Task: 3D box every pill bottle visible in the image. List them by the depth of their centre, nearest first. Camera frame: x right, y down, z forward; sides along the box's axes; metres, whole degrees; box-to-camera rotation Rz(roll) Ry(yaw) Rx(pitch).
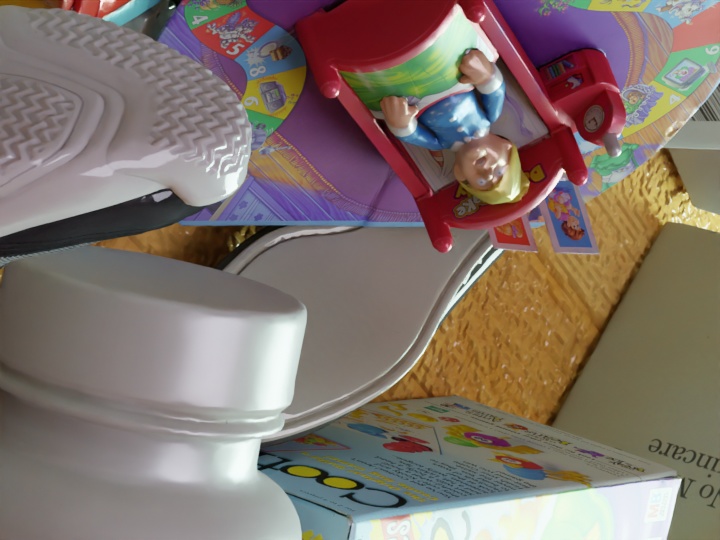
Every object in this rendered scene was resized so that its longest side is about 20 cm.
[{"bbox_3d":[-0.079,0.098,0.819,0.114,0.114,0.200,1,103,-55],"label":"pill bottle"}]

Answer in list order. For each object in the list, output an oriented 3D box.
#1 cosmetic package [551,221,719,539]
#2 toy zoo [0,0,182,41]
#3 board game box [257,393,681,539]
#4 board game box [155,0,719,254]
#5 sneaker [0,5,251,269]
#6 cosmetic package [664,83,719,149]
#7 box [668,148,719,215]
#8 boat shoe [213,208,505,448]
[{"bbox_3d":[0.130,0.088,1.117,0.200,0.103,0.073,-59,142,-22],"label":"cosmetic package"},{"bbox_3d":[-0.082,-0.073,0.778,0.200,0.020,0.131,-37,158,-41],"label":"toy zoo"},{"bbox_3d":[0.007,0.109,0.953,0.200,0.105,0.103,-1,105,-54],"label":"board game box"},{"bbox_3d":[0.034,-0.050,0.843,0.200,0.039,0.158,0,141,-27],"label":"board game box"},{"bbox_3d":[-0.126,0.002,0.690,0.200,0.076,0.114,-5,127,-8],"label":"sneaker"},{"bbox_3d":[0.140,-0.146,1.000,0.085,0.107,0.200,49,51,-49],"label":"cosmetic package"},{"bbox_3d":[0.202,-0.133,1.121,0.200,0.106,0.152,-57,143,-23],"label":"box"},{"bbox_3d":[0.000,0.000,0.937,0.200,0.057,0.067,-41,94,-32],"label":"boat shoe"}]
